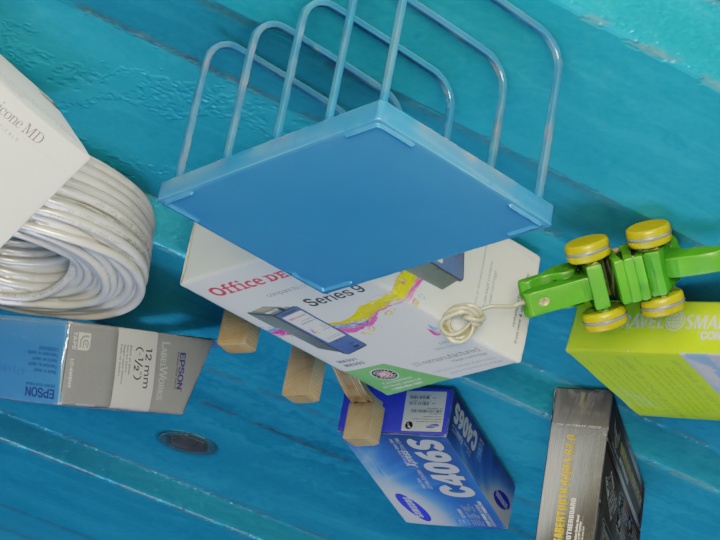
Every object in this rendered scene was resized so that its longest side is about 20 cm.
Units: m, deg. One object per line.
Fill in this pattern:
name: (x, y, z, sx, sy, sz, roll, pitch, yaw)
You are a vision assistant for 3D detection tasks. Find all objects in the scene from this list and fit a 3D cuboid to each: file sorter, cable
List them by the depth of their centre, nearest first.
file sorter: (0.004, -0.085, 1.478, 0.138, 0.124, 0.199, 30, 149, -33)
cable: (-0.242, -0.031, 1.769, 0.198, 0.070, 0.200, 2, 154, 19)

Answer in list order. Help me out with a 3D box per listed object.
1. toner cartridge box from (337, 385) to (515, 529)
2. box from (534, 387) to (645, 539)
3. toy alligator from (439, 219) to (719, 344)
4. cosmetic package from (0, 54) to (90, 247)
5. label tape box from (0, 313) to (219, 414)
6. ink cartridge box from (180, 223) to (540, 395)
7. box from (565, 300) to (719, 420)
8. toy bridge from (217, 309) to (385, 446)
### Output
toner cartridge box: (0.057, 0.155, 2.062, 0.094, 0.043, 0.200, 3, 154, 21)
box: (0.181, 0.204, 1.975, 0.048, 0.160, 0.200, 2, 154, 15)
toy alligator: (0.148, 0.008, 1.661, 0.198, 0.060, 0.054, -14, -168, 4)
cosmetic package: (-0.285, -0.050, 1.597, 0.200, 0.081, 0.113, -44, 134, 8)
label tape box: (-0.204, 0.073, 1.891, 0.142, 0.067, 0.199, 3, 174, 38)
ink cartridge box: (0.000, 0.000, 1.706, 0.199, 0.088, 0.145, 31, 150, -33)
box: (0.258, 0.065, 1.754, 0.199, 0.048, 0.122, 1, 154, 38)
toy bridge: (-0.038, 0.066, 1.885, 0.027, 0.068, 0.200, -5, 152, 32)
